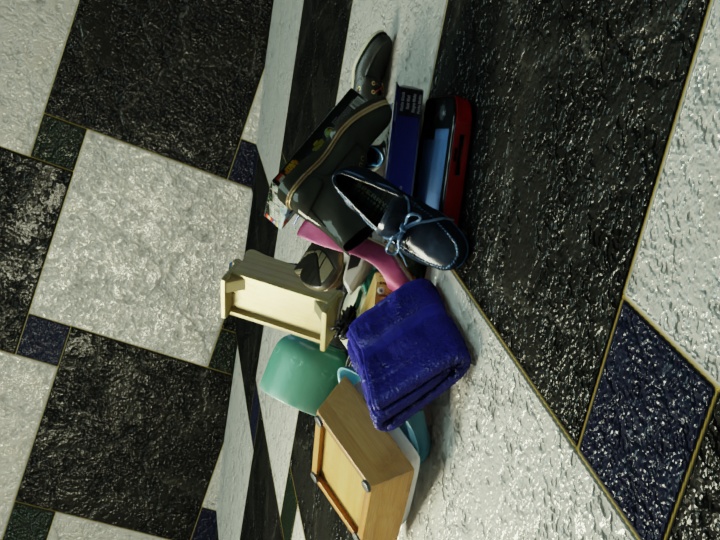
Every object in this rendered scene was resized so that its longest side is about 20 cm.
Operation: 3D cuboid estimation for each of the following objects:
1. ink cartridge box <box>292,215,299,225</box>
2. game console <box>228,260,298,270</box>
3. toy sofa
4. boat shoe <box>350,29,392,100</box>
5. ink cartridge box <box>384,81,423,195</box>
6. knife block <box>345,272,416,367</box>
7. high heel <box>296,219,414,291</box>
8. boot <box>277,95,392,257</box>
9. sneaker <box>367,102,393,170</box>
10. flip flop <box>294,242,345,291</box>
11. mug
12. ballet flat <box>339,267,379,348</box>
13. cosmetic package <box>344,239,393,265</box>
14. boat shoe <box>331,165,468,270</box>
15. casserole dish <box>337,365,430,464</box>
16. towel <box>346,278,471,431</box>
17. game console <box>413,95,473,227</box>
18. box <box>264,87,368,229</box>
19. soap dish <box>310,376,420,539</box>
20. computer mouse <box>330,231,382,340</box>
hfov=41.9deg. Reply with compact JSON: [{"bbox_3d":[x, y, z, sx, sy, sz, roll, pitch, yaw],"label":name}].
[{"bbox_3d":[-0.031,-0.147,1.519,0.120,0.042,0.200,-54,-3,39],"label":"ink cartridge box"},{"bbox_3d":[-0.127,0.049,1.670,0.200,0.168,0.121,-1,-83,-74],"label":"game console"},{"bbox_3d":[-0.123,0.047,1.529,0.098,0.197,0.084,-56,-22,-50],"label":"toy sofa"},{"bbox_3d":[0.015,-0.305,1.600,0.063,0.073,0.204,37,117,31],"label":"boat shoe"},{"bbox_3d":[0.058,-0.148,1.304,0.200,0.040,0.203,-50,-34,-85],"label":"ink cartridge box"},{"bbox_3d":[0.022,0.103,1.404,0.175,0.063,0.204,-170,85,-75],"label":"knife block"},{"bbox_3d":[0.001,-0.010,1.303,0.201,0.096,0.067,52,-175,4],"label":"high heel"},{"bbox_3d":[0.003,-0.125,1.273,0.200,0.138,0.078,-47,-21,-4],"label":"boot"},{"bbox_3d":[0.020,-0.188,1.408,0.200,0.072,0.073,-47,-30,-43],"label":"sneaker"},{"bbox_3d":[-0.054,-0.002,1.412,0.081,0.057,0.200,-51,13,-6],"label":"flip flop"},{"bbox_3d":[-0.089,0.175,1.647,0.185,0.150,0.116,-157,89,-80],"label":"mug"},{"bbox_3d":[-0.002,0.079,1.496,0.068,0.069,0.203,-115,31,-52],"label":"ballet flat"},{"bbox_3d":[-0.020,-0.032,1.551,0.200,0.100,0.072,128,146,-64],"label":"cosmetic package"},{"bbox_3d":[0.040,-0.059,1.165,0.068,0.198,0.085,-4,-59,-62],"label":"boat shoe"},{"bbox_3d":[0.034,0.189,1.255,0.199,0.038,0.123,17,126,58],"label":"casserole dish"},{"bbox_3d":[0.051,0.096,1.176,0.147,0.050,0.201,-39,28,9],"label":"towel"},{"bbox_3d":[0.100,-0.128,1.248,0.177,0.031,0.204,-144,61,-74],"label":"game console"},{"bbox_3d":[-0.068,-0.168,1.430,0.201,0.040,0.137,-52,-4,-21],"label":"box"},{"bbox_3d":[0.001,0.260,1.244,0.158,0.080,0.202,50,151,31],"label":"soap dish"},{"bbox_3d":[0.000,0.000,1.384,0.110,0.043,0.203,-35,-41,-84],"label":"computer mouse"}]
